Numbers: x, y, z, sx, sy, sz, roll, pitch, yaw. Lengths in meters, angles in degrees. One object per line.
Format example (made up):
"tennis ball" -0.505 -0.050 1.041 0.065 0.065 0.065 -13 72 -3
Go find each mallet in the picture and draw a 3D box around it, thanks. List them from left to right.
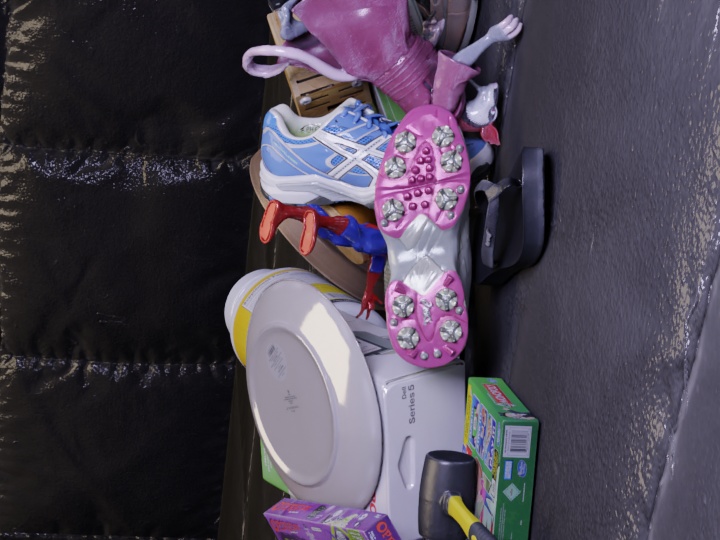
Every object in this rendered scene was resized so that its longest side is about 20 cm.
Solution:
"mallet" 0.078 0.190 1.335 0.200 0.041 0.066 -122 37 -69

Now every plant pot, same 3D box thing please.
"plant pot" -0.001 -0.069 1.809 0.093 0.201 0.201 -45 26 20

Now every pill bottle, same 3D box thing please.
"pill bottle" -0.054 0.061 1.761 0.200 0.112 0.113 -151 63 -62

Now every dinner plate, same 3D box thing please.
"dinner plate" -0.047 0.106 1.535 0.200 0.024 0.201 25 121 52

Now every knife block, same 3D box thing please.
"knife block" -0.044 -0.204 1.671 0.200 0.064 0.176 73 178 -74

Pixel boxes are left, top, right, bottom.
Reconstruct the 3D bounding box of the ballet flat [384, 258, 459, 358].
"ballet flat" 0.058 0.056 1.606 0.072 0.072 0.201 -144 52 -80

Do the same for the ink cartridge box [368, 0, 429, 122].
"ink cartridge box" 0.028 -0.186 1.677 0.200 0.059 0.104 -119 8 -83

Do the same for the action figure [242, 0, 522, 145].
"action figure" 0.032 -0.160 1.494 0.149 0.200 0.134 -49 7 -15

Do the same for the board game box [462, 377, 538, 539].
"board game box" 0.097 0.192 1.416 0.135 0.029 0.201 -131 44 -77

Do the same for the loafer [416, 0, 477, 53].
"loafer" 0.071 -0.247 1.627 0.200 0.063 0.072 107 164 -60

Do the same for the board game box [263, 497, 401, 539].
"board game box" -0.003 0.241 1.507 0.120 0.032 0.200 58 158 -12

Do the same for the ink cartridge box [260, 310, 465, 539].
"ink cartridge box" -0.001 0.126 1.571 0.200 0.084 0.146 21 118 54

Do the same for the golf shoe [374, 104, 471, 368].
"golf shoe" 0.052 -0.026 1.475 0.092 0.075 0.201 17 -105 -81

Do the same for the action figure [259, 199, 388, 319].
"action figure" 0.000 0.000 1.510 0.065 0.200 0.099 19 101 38

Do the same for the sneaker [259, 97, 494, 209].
"sneaker" 0.009 -0.096 1.549 0.076 0.199 0.077 -64 -31 -61

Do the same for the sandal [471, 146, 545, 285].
"sandal" 0.101 -0.032 1.411 0.200 0.043 0.076 115 157 -69

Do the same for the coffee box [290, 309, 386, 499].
"coffee box" -0.009 0.143 1.875 0.080 0.114 0.201 114 157 -68

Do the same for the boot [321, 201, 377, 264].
"boot" 0.026 -0.083 1.650 0.071 0.144 0.201 62 177 -23
